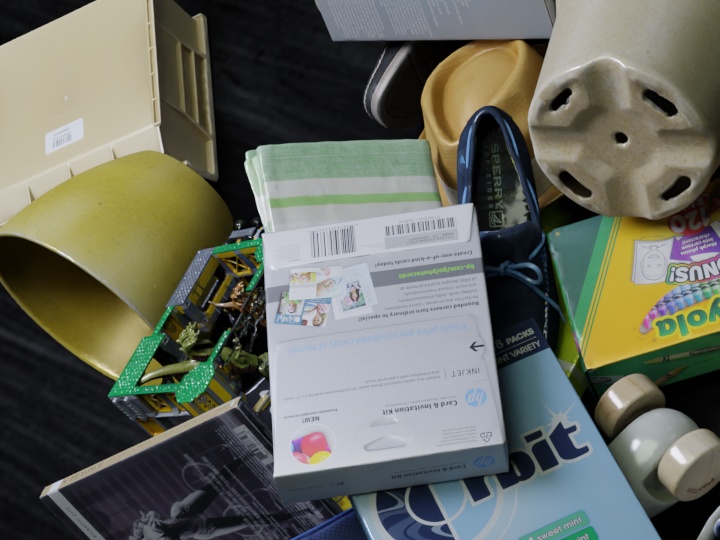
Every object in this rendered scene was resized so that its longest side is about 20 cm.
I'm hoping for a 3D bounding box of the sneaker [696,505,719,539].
[{"bbox_3d":[0.279,0.165,1.351,0.200,0.087,0.074,-50,48,-3],"label":"sneaker"}]

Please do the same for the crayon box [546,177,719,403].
[{"bbox_3d":[0.243,0.006,1.452,0.198,0.058,0.120,-17,58,8],"label":"crayon box"}]

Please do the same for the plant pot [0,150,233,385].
[{"bbox_3d":[-0.185,-0.014,1.686,0.199,0.201,0.142,18,61,37],"label":"plant pot"}]

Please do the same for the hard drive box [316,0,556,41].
[{"bbox_3d":[0.079,-0.261,1.633,0.198,0.077,0.157,2,49,26],"label":"hard drive box"}]

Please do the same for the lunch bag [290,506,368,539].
[{"bbox_3d":[0.008,0.263,1.402,0.135,0.133,0.200,-22,59,-34],"label":"lunch bag"}]

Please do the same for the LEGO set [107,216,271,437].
[{"bbox_3d":[-0.085,0.070,1.550,0.153,0.116,0.201,-16,39,41],"label":"LEGO set"}]

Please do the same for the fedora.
[{"bbox_3d":[0.102,-0.120,1.599,0.199,0.082,0.202,-23,41,21],"label":"fedora"}]

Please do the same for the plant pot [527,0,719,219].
[{"bbox_3d":[0.206,-0.142,1.452,0.199,0.201,0.184,-4,36,30],"label":"plant pot"}]

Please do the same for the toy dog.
[{"bbox_3d":[0.182,0.166,1.426,0.200,0.096,0.133,-38,53,28],"label":"toy dog"}]

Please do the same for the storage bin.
[{"bbox_3d":[-0.238,-0.134,1.837,0.199,0.094,0.200,-21,56,21],"label":"storage bin"}]

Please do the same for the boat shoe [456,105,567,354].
[{"bbox_3d":[0.096,-0.020,1.491,0.083,0.069,0.202,-15,78,6],"label":"boat shoe"}]

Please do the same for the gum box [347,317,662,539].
[{"bbox_3d":[0.083,0.147,1.365,0.169,0.045,0.201,-24,54,-6],"label":"gum box"}]

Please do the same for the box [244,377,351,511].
[{"bbox_3d":[-0.029,0.159,1.571,0.161,0.049,0.200,-39,50,6],"label":"box"}]

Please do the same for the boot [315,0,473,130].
[{"bbox_3d":[0.024,-0.214,1.726,0.150,0.073,0.201,18,70,37],"label":"boot"}]

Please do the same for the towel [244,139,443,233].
[{"bbox_3d":[0.000,0.000,1.510,0.023,0.151,0.202,135,128,-59],"label":"towel"}]

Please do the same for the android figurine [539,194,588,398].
[{"bbox_3d":[0.129,0.042,1.541,0.181,0.041,0.201,16,72,36],"label":"android figurine"}]

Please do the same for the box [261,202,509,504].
[{"bbox_3d":[0.014,0.053,1.395,0.154,0.041,0.201,-9,52,4],"label":"box"}]

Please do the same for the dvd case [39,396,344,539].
[{"bbox_3d":[-0.116,0.179,1.495,0.199,0.149,0.016,-26,27,31],"label":"dvd case"}]
